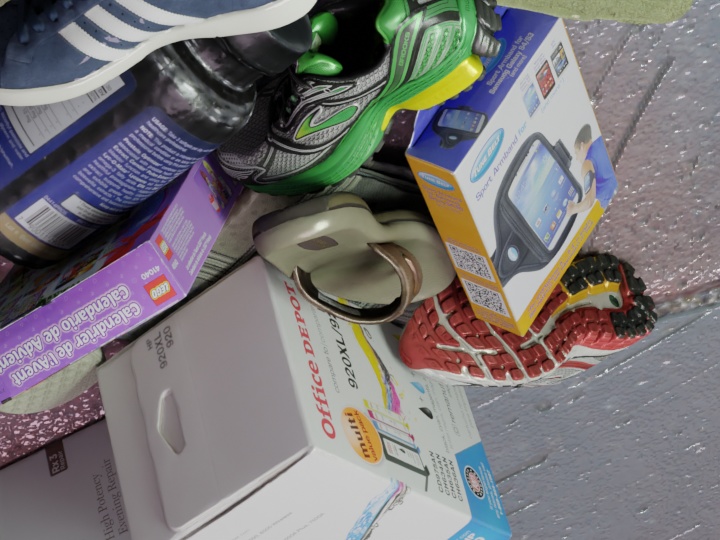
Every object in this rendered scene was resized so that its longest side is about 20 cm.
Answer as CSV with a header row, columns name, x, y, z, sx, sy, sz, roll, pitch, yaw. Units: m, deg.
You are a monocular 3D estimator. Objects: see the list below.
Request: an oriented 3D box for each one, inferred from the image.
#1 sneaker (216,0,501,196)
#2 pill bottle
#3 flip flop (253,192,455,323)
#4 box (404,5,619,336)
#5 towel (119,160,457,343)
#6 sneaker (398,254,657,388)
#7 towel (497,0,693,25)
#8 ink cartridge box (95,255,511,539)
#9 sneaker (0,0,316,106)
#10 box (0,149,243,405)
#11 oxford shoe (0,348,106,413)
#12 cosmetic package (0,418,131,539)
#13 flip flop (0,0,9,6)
name,x,y,z,sx,sy,sz,roll,pitch,yaw
sneaker,-0.018,-0.109,1.595,0.085,0.078,0.200,15,143,-37
pill bottle,-0.127,-0.097,1.551,0.199,0.112,0.112,-34,141,20
flip flop,0.000,0.000,1.676,0.081,0.058,0.200,-25,164,14
box,0.089,-0.064,1.691,0.119,0.041,0.200,-56,151,-20
towel,-0.028,-0.003,1.780,0.192,0.035,0.200,17,133,-39
sneaker,0.099,0.047,1.835,0.199,0.078,0.082,-5,153,-43
towel,0.120,-0.200,1.589,0.199,0.037,0.149,5,137,-26
ink cartridge box,-0.036,0.113,1.776,0.144,0.148,0.200,-35,142,24
sneaker,-0.121,-0.148,1.441,0.199,0.075,0.085,-19,138,10
box,-0.144,0.000,1.613,0.136,0.200,0.039,-31,102,16
oxford shoe,-0.219,0.042,1.741,0.075,0.058,0.200,-40,153,17
cosmetic package,-0.182,0.168,1.875,0.199,0.102,0.074,-26,142,8
flip flop,-0.224,-0.118,1.526,0.199,0.058,0.081,-31,141,18
